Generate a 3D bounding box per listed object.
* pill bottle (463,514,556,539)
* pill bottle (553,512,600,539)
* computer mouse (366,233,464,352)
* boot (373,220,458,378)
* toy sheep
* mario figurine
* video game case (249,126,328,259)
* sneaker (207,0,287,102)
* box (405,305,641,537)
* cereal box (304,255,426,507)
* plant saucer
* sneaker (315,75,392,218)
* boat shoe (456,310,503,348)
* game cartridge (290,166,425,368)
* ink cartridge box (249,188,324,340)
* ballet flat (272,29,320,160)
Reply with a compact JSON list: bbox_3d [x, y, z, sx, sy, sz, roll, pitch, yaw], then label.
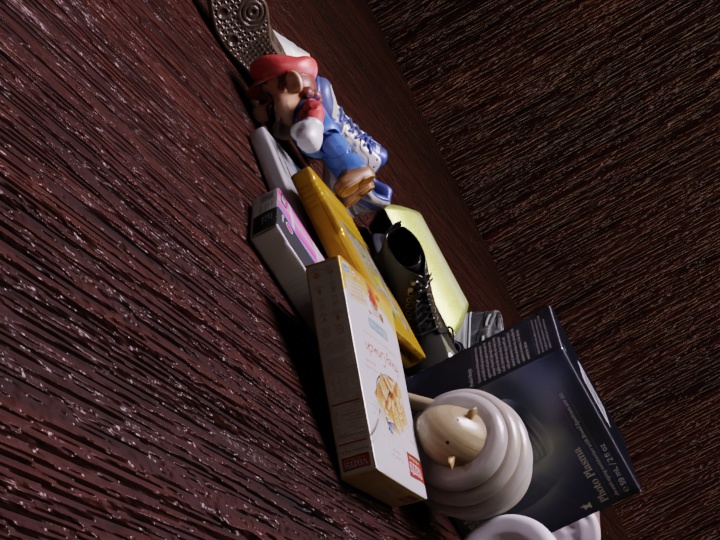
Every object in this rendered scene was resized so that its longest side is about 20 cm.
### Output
[{"bbox_3d":[0.176,0.334,1.347,0.200,0.112,0.113,52,13,-44],"label":"pill bottle"},{"bbox_3d":[0.273,0.340,1.862,0.111,0.111,0.200,62,10,2],"label":"pill bottle"},{"bbox_3d":[0.054,0.049,1.684,0.200,0.053,0.138,59,18,3],"label":"computer mouse"},{"bbox_3d":[0.068,0.053,1.537,0.200,0.077,0.138,52,-25,15],"label":"boot"},{"bbox_3d":[0.105,0.182,1.331,0.200,0.138,0.138,43,21,-57],"label":"toy sheep"},{"bbox_3d":[-0.072,-0.157,1.551,0.106,0.123,0.200,-23,72,-42],"label":"mario figurine"},{"bbox_3d":[-0.048,-0.038,1.492,0.182,0.024,0.200,49,15,-55],"label":"video game case"},{"bbox_3d":[-0.136,-0.279,1.636,0.076,0.070,0.200,46,-13,55],"label":"sneaker"},{"bbox_3d":[0.170,0.183,1.488,0.200,0.198,0.123,59,12,-18],"label":"box"},{"bbox_3d":[0.007,0.102,1.216,0.144,0.039,0.200,43,33,-63],"label":"cereal box"},{"bbox_3d":[0.085,0.003,1.846,0.200,0.048,0.200,63,-7,4],"label":"plant saucer"},{"bbox_3d":[-0.014,-0.157,1.670,0.075,0.088,0.200,-87,164,-51],"label":"sneaker"},{"bbox_3d":[0.169,0.117,1.821,0.200,0.071,0.072,-93,157,-50],"label":"boat shoe"},{"bbox_3d":[0.000,0.000,1.442,0.200,0.032,0.176,65,6,17],"label":"game cartridge"},{"bbox_3d":[-0.043,0.022,1.315,0.200,0.037,0.095,60,9,-23],"label":"ink cartridge box"},{"bbox_3d":[-0.079,-0.239,1.751,0.200,0.069,0.069,63,9,-5],"label":"ballet flat"}]
